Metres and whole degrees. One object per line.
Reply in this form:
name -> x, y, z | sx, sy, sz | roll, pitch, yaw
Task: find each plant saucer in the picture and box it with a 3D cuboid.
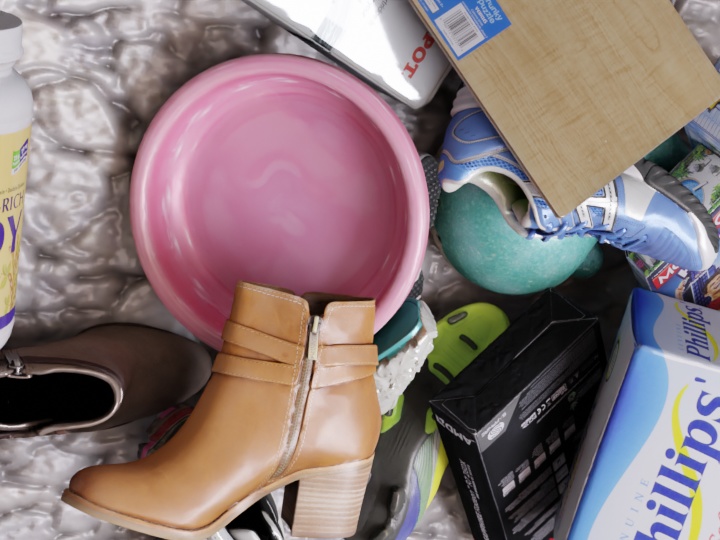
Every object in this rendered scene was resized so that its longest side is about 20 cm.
plant saucer -> -0.049, -0.040, 1.269 | 0.199, 0.051, 0.202 | 3, 101, 16

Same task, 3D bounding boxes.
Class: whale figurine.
whale figurine -> 0.145, -0.061, 1.358 | 0.199, 0.104, 0.160 | -25, 114, -12

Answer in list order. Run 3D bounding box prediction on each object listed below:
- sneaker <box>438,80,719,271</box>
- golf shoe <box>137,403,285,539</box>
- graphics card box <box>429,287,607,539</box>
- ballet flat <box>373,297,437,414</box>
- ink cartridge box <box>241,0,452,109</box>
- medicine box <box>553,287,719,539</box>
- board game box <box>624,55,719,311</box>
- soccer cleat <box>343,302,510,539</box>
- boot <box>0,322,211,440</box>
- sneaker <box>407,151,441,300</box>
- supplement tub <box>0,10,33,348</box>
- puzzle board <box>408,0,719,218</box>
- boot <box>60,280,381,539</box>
sneaker -> 0.138, -0.046, 1.267 | 0.199, 0.076, 0.077 | 28, 71, -5
golf shoe -> -0.091, 0.187, 1.330 | 0.073, 0.092, 0.201 | -39, 136, -28
graphics card box -> 0.123, 0.120, 1.387 | 0.125, 0.051, 0.200 | -41, 144, -17
ballet flat -> -0.014, 0.074, 1.312 | 0.072, 0.199, 0.072 | 28, 51, -41
ink cartridge box -> -0.012, -0.216, 1.253 | 0.200, 0.083, 0.147 | 32, 92, -27
medicine box -> 0.250, 0.135, 1.323 | 0.199, 0.103, 0.183 | 15, 112, -1
board game box -> 0.259, -0.061, 1.377 | 0.200, 0.062, 0.200 | -45, 148, -5
soccer cleat -> 0.046, 0.110, 1.398 | 0.065, 0.084, 0.201 | 31, 97, 14
boot -> -0.174, 0.075, 1.242 | 0.199, 0.146, 0.071 | -9, 93, -19
sneaker -> 0.000, 0.000, 1.348 | 0.074, 0.080, 0.201 | -37, 142, -56
supplement tub -> -0.270, -0.055, 1.163 | 0.145, 0.145, 0.201 | 1, 107, -23
puzzle board -> 0.122, -0.154, 1.234 | 0.150, 0.017, 0.200 | -36, 93, -19
boot -> -0.083, 0.083, 1.211 | 0.199, 0.074, 0.156 | 2, 99, -24
